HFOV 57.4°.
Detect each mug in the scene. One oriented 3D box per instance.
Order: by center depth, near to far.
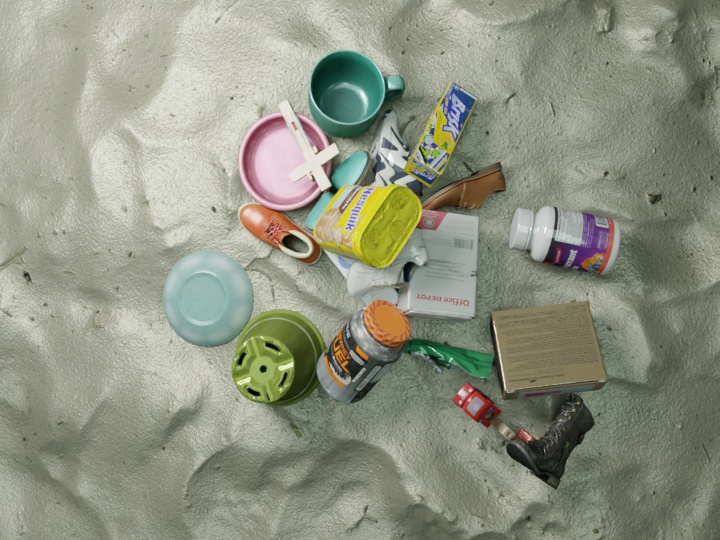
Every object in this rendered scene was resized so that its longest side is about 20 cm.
[{"bbox_3d":[-0.017,-0.341,1.326,0.182,0.114,0.155,23,80,-3],"label":"mug"}]

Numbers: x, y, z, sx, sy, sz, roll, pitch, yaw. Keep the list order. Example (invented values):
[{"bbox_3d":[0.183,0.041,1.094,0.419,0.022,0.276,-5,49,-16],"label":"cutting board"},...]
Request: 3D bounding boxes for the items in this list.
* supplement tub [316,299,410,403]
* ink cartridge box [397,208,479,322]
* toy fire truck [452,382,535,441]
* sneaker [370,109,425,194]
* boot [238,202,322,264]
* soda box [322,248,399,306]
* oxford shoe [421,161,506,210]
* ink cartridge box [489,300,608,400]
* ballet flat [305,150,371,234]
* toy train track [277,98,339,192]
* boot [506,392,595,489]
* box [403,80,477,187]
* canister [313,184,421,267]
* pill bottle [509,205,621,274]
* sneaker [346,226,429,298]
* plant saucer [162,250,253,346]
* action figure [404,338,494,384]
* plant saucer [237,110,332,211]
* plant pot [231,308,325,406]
[{"bbox_3d":[0.007,0.156,1.281,0.122,0.123,0.201,39,126,3],"label":"supplement tub"},{"bbox_3d":[0.154,-0.007,1.303,0.142,0.085,0.205,7,78,-12],"label":"ink cartridge box"},{"bbox_3d":[0.266,0.297,1.296,0.049,0.200,0.141,-49,59,1],"label":"toy fire truck"},{"bbox_3d":[0.091,-0.222,1.348,0.127,0.080,0.204,9,70,-15],"label":"sneaker"},{"bbox_3d":[-0.170,-0.082,1.343,0.197,0.107,0.076,29,93,5],"label":"boot"},{"bbox_3d":[0.000,0.000,1.353,0.068,0.064,0.201,-38,87,2],"label":"soda box"},{"bbox_3d":[0.208,-0.151,1.331,0.196,0.071,0.073,-23,93,-6],"label":"oxford shoe"},{"bbox_3d":[0.365,0.158,1.297,0.195,0.075,0.168,-6,65,4],"label":"ink cartridge box"},{"bbox_3d":[-0.039,-0.156,1.355,0.068,0.067,0.201,43,97,29],"label":"ballet flat"},{"bbox_3d":[-0.110,-0.251,1.330,0.113,0.032,0.203,-29,82,10],"label":"toy train track"},{"bbox_3d":[0.376,0.315,1.282,0.200,0.069,0.176,42,78,-39],"label":"boot"},{"bbox_3d":[0.159,-0.272,1.306,0.069,0.064,0.203,29,68,-5],"label":"box"},{"bbox_3d":[0.006,-0.089,1.223,0.086,0.199,0.150,40,78,-28],"label":"canister"},{"bbox_3d":[0.401,-0.065,1.306,0.195,0.111,0.114,12,90,4],"label":"pill bottle"},{"bbox_3d":[0.048,0.000,1.246,0.199,0.074,0.088,-39,59,33],"label":"sneaker"},{"bbox_3d":[-0.326,0.059,1.383,0.196,0.039,0.206,0,90,3],"label":"plant saucer"},{"bbox_3d":[0.167,0.177,1.333,0.196,0.118,0.056,16,103,12],"label":"action figure"},{"bbox_3d":[-0.155,-0.225,1.370,0.195,0.051,0.206,0,90,2],"label":"plant saucer"},{"bbox_3d":[-0.174,0.184,1.299,0.195,0.190,0.205,0,90,3],"label":"plant pot"}]
